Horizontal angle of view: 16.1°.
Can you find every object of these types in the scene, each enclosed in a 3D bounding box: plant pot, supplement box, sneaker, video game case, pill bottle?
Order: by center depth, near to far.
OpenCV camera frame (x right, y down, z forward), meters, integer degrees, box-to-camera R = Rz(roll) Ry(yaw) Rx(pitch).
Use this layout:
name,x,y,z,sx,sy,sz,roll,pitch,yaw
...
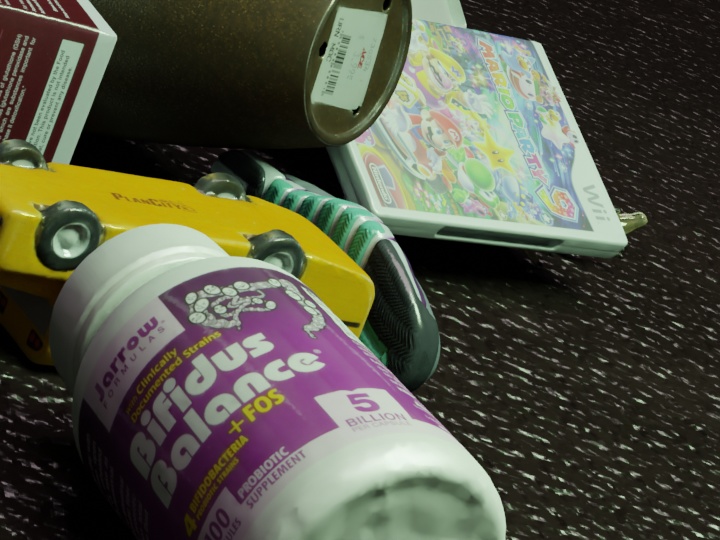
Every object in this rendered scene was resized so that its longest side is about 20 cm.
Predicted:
name,x,y,z,sx,sy,sz,roll,pitch,yaw
pill bottle,-0.040,0.064,0.941,0.112,0.113,0.200,8,23,-37
supplement box,-0.224,-0.092,1.163,0.199,0.109,0.061,12,23,-33
sneaker,0.000,0.000,1.233,0.087,0.075,0.200,14,19,-38
plant pot,-0.080,-0.137,1.284,0.199,0.188,0.186,23,16,29
video game case,0.052,-0.077,1.394,0.199,0.018,0.144,6,53,-43

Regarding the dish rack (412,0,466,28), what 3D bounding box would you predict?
name,x,y,z,sx,sy,sz,roll,pitch,yaw
dish rack,0.018,-0.198,1.603,0.043,0.201,0.172,-12,20,17

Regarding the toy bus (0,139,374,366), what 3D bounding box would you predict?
name,x,y,z,sx,sy,sz,roll,pitch,yaw
toy bus,-0.091,0.001,1.110,0.199,0.079,0.065,8,24,-38

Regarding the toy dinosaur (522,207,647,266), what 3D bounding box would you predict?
name,x,y,z,sx,sy,sz,roll,pitch,yaw
toy dinosaur,0.089,-0.043,1.508,0.199,0.059,0.101,24,2,-22
